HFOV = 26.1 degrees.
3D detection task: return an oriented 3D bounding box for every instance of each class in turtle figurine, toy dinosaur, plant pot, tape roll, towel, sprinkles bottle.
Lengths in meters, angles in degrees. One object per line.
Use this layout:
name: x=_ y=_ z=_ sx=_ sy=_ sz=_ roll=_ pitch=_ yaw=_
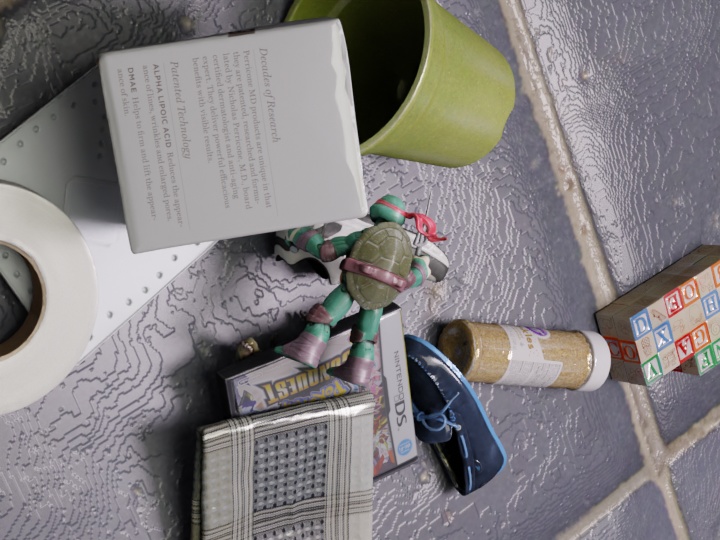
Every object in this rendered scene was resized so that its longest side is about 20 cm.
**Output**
turtle figurine: x=0.000 y=0.000 z=1.439 sx=0.149 sy=0.101 sz=0.201 roll=23 pitch=85 yaw=-15
toy dinosaur: x=-0.048 y=0.098 z=1.528 sx=0.200 sy=0.047 sz=0.088 roll=39 pitch=78 yaw=-35
plant pot: x=0.047 y=-0.184 z=1.500 sx=0.184 sy=0.199 sz=0.202 roll=16 pitch=84 yaw=-46
tape roll: x=-0.321 y=0.022 z=1.306 sx=0.201 sy=0.037 sz=0.205 roll=-5 pitch=103 yaw=-25
towel: x=-0.072 y=0.224 z=1.484 sx=0.191 sy=0.034 sz=0.202 roll=-9 pitch=114 yaw=-31
sprinkles bottle: x=0.178 y=0.093 z=1.672 sx=0.199 sy=0.068 sz=0.069 roll=6 pitch=90 yaw=-36

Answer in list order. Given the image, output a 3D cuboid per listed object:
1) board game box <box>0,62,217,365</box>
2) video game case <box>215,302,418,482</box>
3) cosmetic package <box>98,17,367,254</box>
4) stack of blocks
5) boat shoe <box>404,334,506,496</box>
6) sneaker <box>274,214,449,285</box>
board game box: x=-0.244 y=-0.053 z=1.385 sx=0.200 sy=0.026 sz=0.201 roll=-43 pitch=117 yaw=-25
video game case: x=-0.037 y=0.144 z=1.512 sx=0.199 sy=0.025 sz=0.182 roll=-22 pitch=120 yaw=-26
cosmetic package: x=-0.105 y=-0.119 z=1.317 sx=0.198 sy=0.165 sz=0.166 roll=-9 pitch=100 yaw=-3
stack of blocks: x=0.374 y=0.063 z=1.816 sx=0.199 sy=0.058 sz=0.116 roll=-28 pitch=109 yaw=-31
boat shoe: x=0.088 y=0.156 z=1.606 sx=0.069 sy=0.084 sz=0.201 roll=-45 pitch=115 yaw=-21
sneaker: x=-0.002 y=-0.018 z=1.540 sx=0.199 sy=0.074 sz=0.081 roll=20 pitch=86 yaw=-26
